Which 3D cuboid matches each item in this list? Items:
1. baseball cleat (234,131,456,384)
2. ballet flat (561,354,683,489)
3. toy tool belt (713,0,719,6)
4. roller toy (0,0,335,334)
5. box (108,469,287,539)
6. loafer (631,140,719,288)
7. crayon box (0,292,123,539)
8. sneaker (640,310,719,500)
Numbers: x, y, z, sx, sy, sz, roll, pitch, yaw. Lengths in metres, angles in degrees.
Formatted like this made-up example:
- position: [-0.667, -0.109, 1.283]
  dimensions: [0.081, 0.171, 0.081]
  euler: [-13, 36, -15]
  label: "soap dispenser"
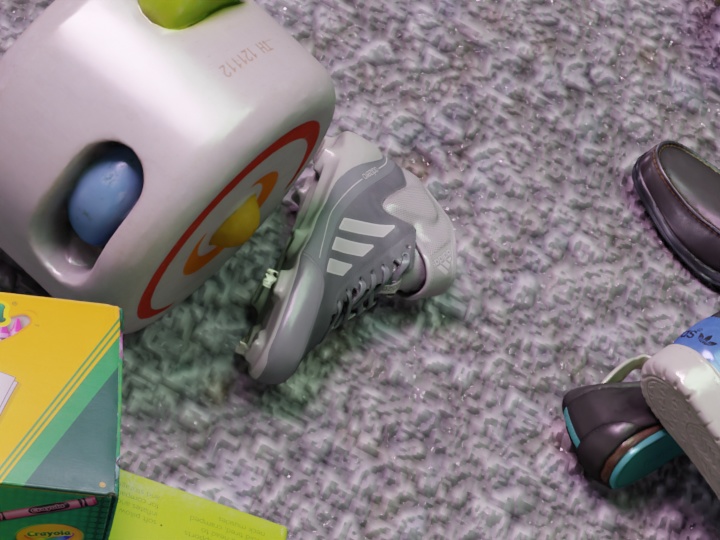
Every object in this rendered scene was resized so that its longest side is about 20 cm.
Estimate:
- position: [0.000, 0.000, 1.570]
  dimensions: [0.106, 0.070, 0.200]
  euler: [27, 44, -8]
  label: "baseball cleat"
- position: [0.195, 0.067, 1.639]
  dimensions: [0.200, 0.068, 0.068]
  euler: [-12, 52, -40]
  label: "ballet flat"
- position: [0.277, -0.174, 1.888]
  dimensions: [0.123, 0.125, 0.200]
  euler: [-3, 44, 5]
  label: "toy tool belt"
- position: [-0.107, -0.063, 1.477]
  dimensions: [0.140, 0.200, 0.182]
  euler: [43, 78, 8]
  label: "roller toy"
- position: [-0.105, 0.190, 1.350]
  dimensions: [0.122, 0.048, 0.200]
  euler: [20, 44, -15]
  label: "box"
- position: [0.254, -0.016, 1.744]
  dimensions: [0.200, 0.072, 0.073]
  euler: [41, 44, 6]
  label: "loafer"
- position: [-0.214, 0.067, 1.348]
  dimensions: [0.200, 0.058, 0.119]
  euler: [6, 46, -10]
  label: "crayon box"
- position: [0.248, 0.105, 1.578]
  dimensions: [0.111, 0.077, 0.200]
  euler: [-35, 96, -22]
  label: "sneaker"
